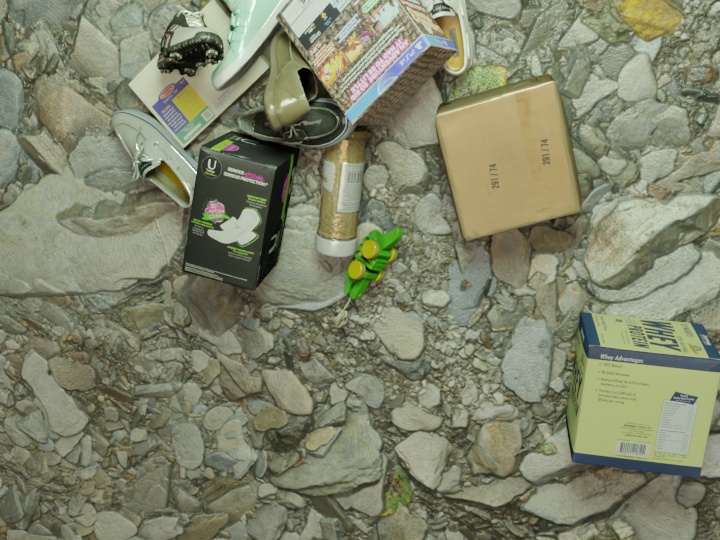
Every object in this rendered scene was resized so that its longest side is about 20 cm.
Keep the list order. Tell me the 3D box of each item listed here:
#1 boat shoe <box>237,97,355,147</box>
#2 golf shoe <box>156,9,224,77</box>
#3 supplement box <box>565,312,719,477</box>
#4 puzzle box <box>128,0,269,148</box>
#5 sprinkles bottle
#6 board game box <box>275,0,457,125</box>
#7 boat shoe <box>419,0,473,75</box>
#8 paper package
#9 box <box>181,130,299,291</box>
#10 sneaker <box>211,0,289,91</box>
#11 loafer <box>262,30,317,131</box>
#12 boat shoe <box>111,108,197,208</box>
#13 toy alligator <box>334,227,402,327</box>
[{"bbox_3d":[-0.099,-0.216,1.258,0.198,0.071,0.073,0,100,35],"label":"boat shoe"},{"bbox_3d":[-0.247,-0.333,1.197,0.076,0.199,0.089,4,93,-28],"label":"golf shoe"},{"bbox_3d":[0.436,0.191,1.318,0.197,0.134,0.202,5,110,7],"label":"supplement box"},{"bbox_3d":[-0.252,-0.305,1.315,0.199,0.025,0.133,-37,100,19],"label":"puzzle box"},{"bbox_3d":[-0.030,-0.125,1.319,0.067,0.068,0.202,9,109,6],"label":"sprinkles bottle"},{"bbox_3d":[0.007,-0.333,1.182,0.159,0.097,0.201,-40,79,29],"label":"board game box"},{"bbox_3d":[0.116,-0.378,1.208,0.070,0.070,0.202,-11,107,13],"label":"boat shoe"},{"bbox_3d":[0.219,-0.167,1.247,0.189,0.104,0.202,-14,106,12],"label":"paper package"},{"bbox_3d":[-0.185,-0.097,1.310,0.123,0.149,0.202,16,111,5],"label":"box"},{"bbox_3d":[-0.188,-0.369,1.235,0.118,0.074,0.201,35,84,-9],"label":"sneaker"},{"bbox_3d":[-0.096,-0.276,1.219,0.067,0.202,0.076,-5,141,8],"label":"loafer"},{"bbox_3d":[-0.331,-0.170,1.329,0.202,0.086,0.075,44,129,0],"label":"boat shoe"},{"bbox_3d":[0.000,0.000,1.368,0.054,0.059,0.201,50,116,35],"label":"toy alligator"}]
